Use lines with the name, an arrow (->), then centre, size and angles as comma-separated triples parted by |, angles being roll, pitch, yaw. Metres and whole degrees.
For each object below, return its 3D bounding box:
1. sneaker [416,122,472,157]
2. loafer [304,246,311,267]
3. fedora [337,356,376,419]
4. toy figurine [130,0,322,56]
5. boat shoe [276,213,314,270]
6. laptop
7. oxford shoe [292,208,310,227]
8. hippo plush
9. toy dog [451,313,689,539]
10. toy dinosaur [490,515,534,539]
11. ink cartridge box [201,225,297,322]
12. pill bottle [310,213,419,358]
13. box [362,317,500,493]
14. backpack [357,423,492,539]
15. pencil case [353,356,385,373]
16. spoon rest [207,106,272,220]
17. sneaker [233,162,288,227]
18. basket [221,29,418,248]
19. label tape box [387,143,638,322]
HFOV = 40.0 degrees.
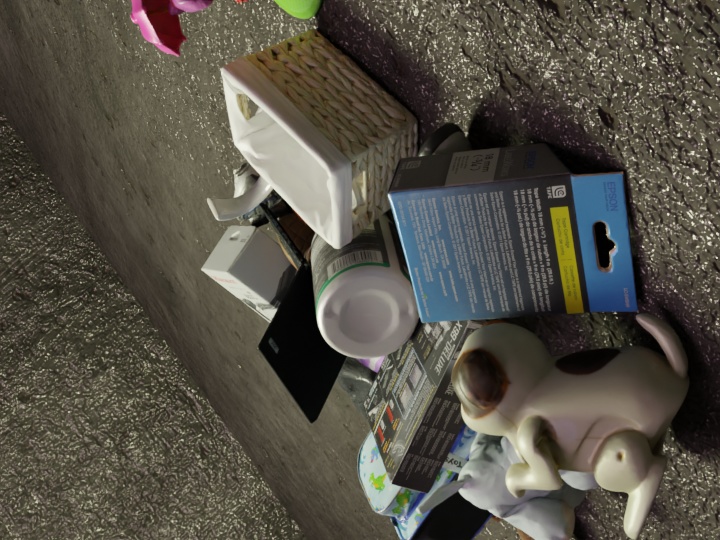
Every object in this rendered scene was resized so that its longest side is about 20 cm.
sneaker -> 0.111, -0.049, 0.960 | 0.108, 0.067, 0.202 | 44, 160, 28
loafer -> 0.007, 0.009, 1.289 | 0.199, 0.073, 0.071 | 34, 147, 27
fedora -> 0.028, 0.155, 1.411 | 0.201, 0.091, 0.201 | 46, 158, 25
toy figurine -> -0.142, -0.289, 0.998 | 0.200, 0.183, 0.151 | 12, 133, 61
boat shoe -> -0.049, 0.001, 1.387 | 0.200, 0.072, 0.068 | 44, 155, 24
laptop -> -0.089, 0.051, 1.215 | 0.200, 0.103, 0.178 | 52, 172, 42
oxford shoe -> -0.072, -0.127, 1.285 | 0.200, 0.071, 0.073 | 46, 125, 44
hippo plush -> 0.185, 0.183, 1.058 | 0.199, 0.160, 0.161 | 20, 132, -12
toy dog -> 0.176, 0.118, 0.878 | 0.198, 0.140, 0.195 | 17, 126, 15
toy dinosaur -> 0.226, 0.320, 1.238 | 0.201, 0.086, 0.135 | 55, 153, -13
ink cartridge box -> -0.124, 0.026, 1.482 | 0.200, 0.084, 0.145 | 39, 167, -21
pill bottle -> 0.000, 0.000, 1.122 | 0.200, 0.112, 0.114 | -100, -11, -60
box -> 0.074, 0.108, 1.057 | 0.158, 0.049, 0.201 | -117, 47, -64
backpack -> 0.088, 0.236, 1.246 | 0.146, 0.184, 0.200 | 32, -175, -20
pencil case -> 0.060, 0.097, 1.192 | 0.199, 0.084, 0.085 | 28, 178, 16
spoon rest -> -0.121, -0.146, 1.252 | 0.200, 0.060, 0.100 | -51, 53, 29
sneaker -> -0.155, -0.117, 1.410 | 0.088, 0.074, 0.200 | 63, 175, 5
basket -> -0.041, -0.149, 1.068 | 0.200, 0.123, 0.136 | 45, 157, 27
label tape box -> 0.138, -0.032, 0.876 | 0.198, 0.063, 0.145 | -4, 125, 19
